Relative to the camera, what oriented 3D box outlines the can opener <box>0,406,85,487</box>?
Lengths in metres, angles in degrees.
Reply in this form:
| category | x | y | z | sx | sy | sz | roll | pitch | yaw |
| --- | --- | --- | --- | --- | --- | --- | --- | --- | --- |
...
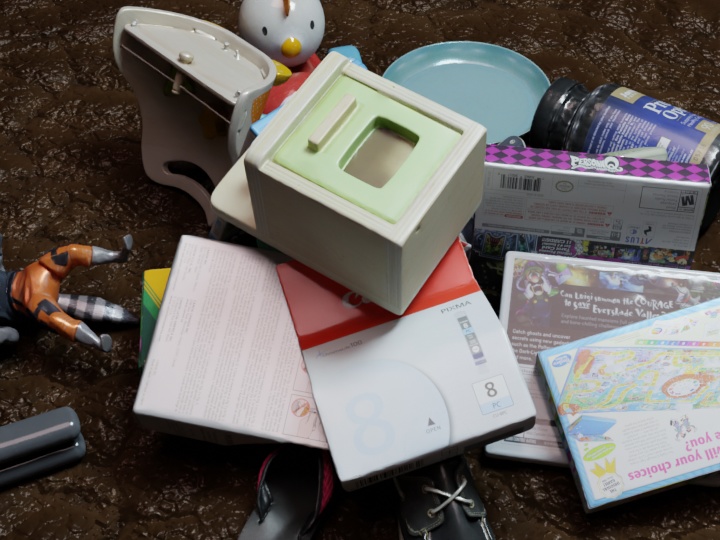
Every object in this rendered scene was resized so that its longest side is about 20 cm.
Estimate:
| category | x | y | z | sx | sy | sz | roll | pitch | yaw |
| --- | --- | --- | --- | --- | --- | --- | --- | --- | --- |
| can opener | -0.331 | 0.156 | 0.972 | 0.198 | 0.053 | 0.067 | -14 | 45 | -14 |

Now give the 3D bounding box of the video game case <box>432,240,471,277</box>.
| category | x | y | z | sx | sy | sz | roll | pitch | yaw |
| --- | --- | --- | --- | --- | --- | --- | --- | --- | --- |
| video game case | 0.000 | -0.049 | 1.060 | 0.198 | 0.018 | 0.143 | 25 | 12 | 11 |

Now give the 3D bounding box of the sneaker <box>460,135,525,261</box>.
| category | x | y | z | sx | sy | sz | roll | pitch | yaw |
| --- | --- | --- | --- | --- | --- | --- | --- | --- | --- |
| sneaker | 0.087 | -0.104 | 1.200 | 0.146 | 0.077 | 0.202 | -36 | 63 | -16 |

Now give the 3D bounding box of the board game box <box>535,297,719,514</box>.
| category | x | y | z | sx | sy | sz | roll | pitch | yaw |
| --- | --- | --- | --- | --- | --- | --- | --- | --- | --- |
| board game box | 0.259 | 0.105 | 0.961 | 0.198 | 0.034 | 0.136 | -16 | 71 | 0 |

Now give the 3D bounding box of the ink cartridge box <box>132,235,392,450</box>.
| category | x | y | z | sx | sy | sz | roll | pitch | yaw |
| --- | --- | --- | --- | --- | --- | --- | --- | --- | --- |
| ink cartridge box | -0.076 | 0.068 | 0.980 | 0.198 | 0.057 | 0.164 | 12 | 68 | 2 |

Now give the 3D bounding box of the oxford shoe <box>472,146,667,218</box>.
| category | x | y | z | sx | sy | sz | roll | pitch | yaw |
| --- | --- | --- | --- | --- | --- | --- | --- | --- | --- |
| oxford shoe | 0.201 | -0.072 | 1.116 | 0.198 | 0.058 | 0.075 | -20 | 3 | -5 |

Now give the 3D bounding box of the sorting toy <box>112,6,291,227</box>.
| category | x | y | z | sx | sy | sz | roll | pitch | yaw |
| --- | --- | --- | --- | --- | --- | --- | --- | --- | --- |
| sorting toy | -0.165 | -0.147 | 1.192 | 0.199 | 0.181 | 0.106 | 37 | 33 | 31 |

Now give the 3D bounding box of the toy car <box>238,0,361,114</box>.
| category | x | y | z | sx | sy | sz | roll | pitch | yaw |
| --- | --- | --- | --- | --- | --- | --- | --- | --- | --- |
| toy car | -0.080 | -0.234 | 1.259 | 0.182 | 0.201 | 0.178 | -10 | 45 | -9 |

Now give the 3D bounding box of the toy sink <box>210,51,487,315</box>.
| category | x | y | z | sx | sy | sz | roll | pitch | yaw |
| --- | --- | --- | --- | --- | --- | --- | --- | --- | --- |
| toy sink | -0.016 | -0.083 | 0.936 | 0.199 | 0.112 | 0.131 | 29 | 63 | 19 |

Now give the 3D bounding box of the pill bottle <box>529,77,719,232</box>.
| category | x | y | z | sx | sy | sz | roll | pitch | yaw |
| --- | --- | --- | --- | --- | --- | --- | --- | --- | --- |
| pill bottle | 0.280 | -0.125 | 1.204 | 0.199 | 0.113 | 0.112 | 28 | 51 | 25 |

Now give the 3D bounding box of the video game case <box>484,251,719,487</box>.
| category | x | y | z | sx | sy | sz | roll | pitch | yaw |
| --- | --- | --- | --- | --- | --- | --- | --- | --- | --- |
| video game case | 0.214 | 0.082 | 1.004 | 0.198 | 0.023 | 0.184 | 6 | 72 | 8 |

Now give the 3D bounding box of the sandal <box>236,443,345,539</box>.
| category | x | y | z | sx | sy | sz | roll | pitch | yaw |
| --- | --- | --- | --- | --- | --- | --- | --- | --- | --- |
| sandal | -0.053 | 0.178 | 0.948 | 0.074 | 0.045 | 0.201 | 10 | 46 | 14 |

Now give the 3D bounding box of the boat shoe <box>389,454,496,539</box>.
| category | x | y | z | sx | sy | sz | roll | pitch | yaw |
| --- | --- | --- | --- | --- | --- | --- | --- | --- | --- |
| boat shoe | 0.061 | 0.184 | 0.927 | 0.071 | 0.068 | 0.201 | -13 | 48 | -11 |

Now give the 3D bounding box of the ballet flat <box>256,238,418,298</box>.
| category | x | y | z | sx | sy | sz | roll | pitch | yaw |
| --- | --- | --- | --- | --- | --- | --- | --- | --- | --- |
| ballet flat | 0.000 | 0.000 | 1.037 | 0.199 | 0.072 | 0.072 | 31 | 53 | 23 |

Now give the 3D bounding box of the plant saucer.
| category | x | y | z | sx | sy | sz | roll | pitch | yaw |
| --- | --- | --- | --- | --- | --- | --- | --- | --- | --- |
| plant saucer | 0.120 | -0.197 | 1.341 | 0.198 | 0.028 | 0.201 | -1 | 45 | 1 |

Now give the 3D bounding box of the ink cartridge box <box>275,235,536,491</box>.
| category | x | y | z | sx | sy | sz | roll | pitch | yaw |
| --- | --- | --- | --- | --- | --- | --- | --- | --- | --- |
| ink cartridge box | 0.031 | 0.054 | 0.928 | 0.158 | 0.047 | 0.202 | -18 | 70 | -3 |

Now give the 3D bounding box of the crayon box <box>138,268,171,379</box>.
| category | x | y | z | sx | sy | sz | roll | pitch | yaw |
| --- | --- | --- | --- | --- | --- | --- | --- | --- | --- |
| crayon box | -0.099 | 0.053 | 1.068 | 0.198 | 0.059 | 0.120 | -5 | 45 | -4 |

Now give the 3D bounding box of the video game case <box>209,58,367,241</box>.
| category | x | y | z | sx | sy | sz | roll | pitch | yaw |
| --- | --- | --- | --- | --- | --- | --- | --- | --- | --- |
| video game case | -0.074 | -0.112 | 1.143 | 0.018 | 0.200 | 0.143 | 46 | 58 | 9 |

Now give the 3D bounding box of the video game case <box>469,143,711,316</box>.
| category | x | y | z | sx | sy | sz | roll | pitch | yaw |
| --- | --- | --- | --- | --- | --- | --- | --- | --- | --- |
| video game case | 0.198 | -0.023 | 1.052 | 0.198 | 0.183 | 0.036 | 6 | 41 | 8 |

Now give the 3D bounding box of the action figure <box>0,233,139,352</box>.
| category | x | y | z | sx | sy | sz | roll | pitch | yaw |
| --- | --- | --- | --- | --- | --- | --- | --- | --- | --- |
| action figure | -0.312 | 0.051 | 1.076 | 0.191 | 0.105 | 0.202 | -1 | 71 | 10 |
